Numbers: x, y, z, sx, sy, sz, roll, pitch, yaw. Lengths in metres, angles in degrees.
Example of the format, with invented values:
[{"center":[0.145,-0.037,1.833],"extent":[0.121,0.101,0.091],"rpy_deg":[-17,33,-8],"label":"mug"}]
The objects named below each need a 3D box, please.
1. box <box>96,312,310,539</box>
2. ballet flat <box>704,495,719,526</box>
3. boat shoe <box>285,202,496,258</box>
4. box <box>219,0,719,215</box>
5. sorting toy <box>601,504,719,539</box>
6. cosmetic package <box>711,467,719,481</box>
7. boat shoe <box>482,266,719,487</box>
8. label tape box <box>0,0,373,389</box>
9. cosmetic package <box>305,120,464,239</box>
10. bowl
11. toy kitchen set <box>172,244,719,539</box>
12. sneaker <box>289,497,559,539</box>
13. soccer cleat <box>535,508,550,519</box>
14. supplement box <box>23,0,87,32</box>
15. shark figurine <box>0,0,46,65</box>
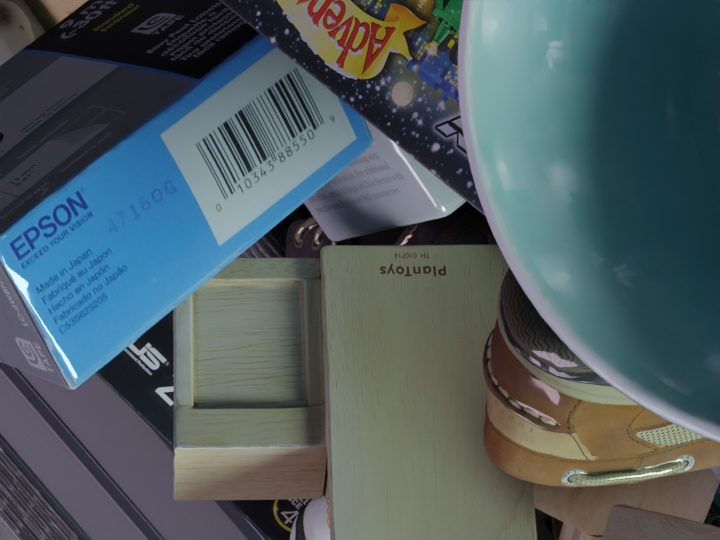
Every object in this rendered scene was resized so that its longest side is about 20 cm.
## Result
[{"center":[-0.053,0.055,1.146],"extent":[0.200,0.049,0.161],"rpy_deg":[45,-171,-15],"label":"box"},{"center":[0.171,0.175,1.022],"extent":[0.200,0.075,0.068],"rpy_deg":[47,157,8],"label":"ballet flat"},{"center":[0.000,0.000,1.075],"extent":[0.073,0.074,0.200],"rpy_deg":[49,155,1],"label":"boat shoe"},{"center":[0.043,-0.103,0.779],"extent":[0.200,0.137,0.038],"rpy_deg":[40,-167,23],"label":"box"},{"center":[0.193,0.166,0.839],"extent":[0.198,0.070,0.200],"rpy_deg":[11,160,35],"label":"sorting toy"},{"center":[0.152,0.026,0.844],"extent":[0.200,0.071,0.101],"rpy_deg":[54,156,-8],"label":"cosmetic package"},{"center":[0.118,0.021,0.745],"extent":[0.076,0.199,0.074],"rpy_deg":[59,142,40],"label":"boat shoe"},{"center":[-0.111,-0.041,0.908],"extent":[0.200,0.143,0.066],"rpy_deg":[17,141,53],"label":"label tape box"},{"center":[-0.022,-0.115,0.929],"extent":[0.200,0.071,0.101],"rpy_deg":[55,156,-12],"label":"cosmetic package"},{"center":[0.135,-0.053,0.650],"extent":[0.201,0.201,0.105],"rpy_deg":[41,-164,21],"label":"bowl"},{"center":[0.029,0.108,0.946],"extent":[0.181,0.199,0.164],"rpy_deg":[97,172,-57],"label":"toy kitchen set"},{"center":[0.054,0.140,1.072],"extent":[0.200,0.074,0.080],"rpy_deg":[38,132,-24],"label":"sneaker"},{"center":[0.081,0.131,1.140],"extent":[0.077,0.069,0.200],"rpy_deg":[27,155,33],"label":"soccer cleat"},{"center":[-0.092,-0.120,1.060],"extent":[0.201,0.073,0.126],"rpy_deg":[57,157,-13],"label":"supplement box"},{"center":[-0.151,-0.021,1.102],"extent":[0.127,0.216,0.090],"rpy_deg":[20,-164,4],"label":"shark figurine"}]
